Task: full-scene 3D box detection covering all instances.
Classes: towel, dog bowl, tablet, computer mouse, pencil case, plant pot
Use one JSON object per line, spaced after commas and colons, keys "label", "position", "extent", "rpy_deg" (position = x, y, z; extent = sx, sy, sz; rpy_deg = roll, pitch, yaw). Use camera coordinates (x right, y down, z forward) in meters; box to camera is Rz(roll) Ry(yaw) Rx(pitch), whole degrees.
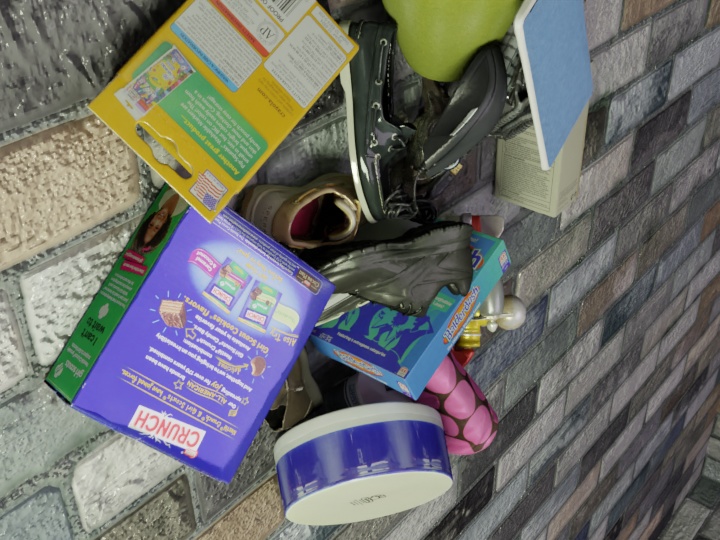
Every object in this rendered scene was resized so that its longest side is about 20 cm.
{"label": "towel", "position": [0.188, -0.244, 1.021], "extent": [0.167, 0.085, 0.200], "rpy_deg": [-64, -177, 0]}
{"label": "dog bowl", "position": [0.003, 0.224, 1.015], "extent": [0.200, 0.198, 0.080], "rpy_deg": [37, 36, -56]}
{"label": "tablet", "position": [0.198, -0.213, 0.898], "extent": [0.131, 0.014, 0.201], "rpy_deg": [-57, 146, -24]}
{"label": "computer mouse", "position": [0.104, -0.125, 0.915], "extent": [0.201, 0.046, 0.140], "rpy_deg": [-57, 164, 6]}
{"label": "pencil case", "position": [0.086, 0.142, 1.078], "extent": [0.201, 0.093, 0.091], "rpy_deg": [53, 23, -30]}
{"label": "plant pot", "position": [0.089, -0.290, 0.868], "extent": [0.187, 0.186, 0.201], "rpy_deg": [-48, 159, -25]}

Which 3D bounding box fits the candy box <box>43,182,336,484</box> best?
{"label": "candy box", "position": [-0.141, 0.054, 0.769], "extent": [0.169, 0.077, 0.202], "rpy_deg": [37, 76, -34]}

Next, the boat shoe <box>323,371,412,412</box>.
{"label": "boat shoe", "position": [0.026, 0.155, 1.127], "extent": [0.199, 0.067, 0.073], "rpy_deg": [-2, 75, -58]}

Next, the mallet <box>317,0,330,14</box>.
{"label": "mallet", "position": [-0.098, -0.188, 0.769], "extent": [0.199, 0.041, 0.067], "rpy_deg": [-28, 133, -39]}

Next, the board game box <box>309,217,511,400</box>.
{"label": "board game box", "position": [0.055, 0.030, 1.009], "extent": [0.201, 0.151, 0.045], "rpy_deg": [-52, 139, -22]}

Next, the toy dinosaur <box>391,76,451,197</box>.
{"label": "toy dinosaur", "position": [0.069, -0.124, 1.002], "extent": [0.102, 0.076, 0.203], "rpy_deg": [-17, 126, -57]}

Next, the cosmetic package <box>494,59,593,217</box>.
{"label": "cosmetic package", "position": [0.242, -0.185, 1.192], "extent": [0.073, 0.103, 0.202], "rpy_deg": [-35, 137, -40]}

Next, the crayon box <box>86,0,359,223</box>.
{"label": "crayon box", "position": [-0.108, -0.150, 0.706], "extent": [0.126, 0.051, 0.201], "rpy_deg": [44, 68, -17]}

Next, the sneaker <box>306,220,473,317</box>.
{"label": "sneaker", "position": [0.030, 0.008, 0.906], "extent": [0.197, 0.076, 0.092], "rpy_deg": [-12, 99, -14]}

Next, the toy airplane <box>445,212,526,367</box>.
{"label": "toy airplane", "position": [0.151, 0.024, 1.150], "extent": [0.201, 0.139, 0.201], "rpy_deg": [-64, 172, -47]}

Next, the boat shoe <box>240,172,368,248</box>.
{"label": "boat shoe", "position": [-0.034, -0.054, 0.906], "extent": [0.199, 0.069, 0.075], "rpy_deg": [-17, 122, -52]}

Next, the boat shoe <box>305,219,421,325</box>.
{"label": "boat shoe", "position": [0.000, 0.000, 0.978], "extent": [0.198, 0.071, 0.064], "rpy_deg": [-25, 153, -23]}

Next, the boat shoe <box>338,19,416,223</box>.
{"label": "boat shoe", "position": [0.023, -0.148, 0.885], "extent": [0.075, 0.065, 0.203], "rpy_deg": [-46, 130, -74]}

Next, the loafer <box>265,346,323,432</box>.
{"label": "loafer", "position": [-0.092, 0.108, 0.920], "extent": [0.072, 0.072, 0.201], "rpy_deg": [-50, 143, -23]}
